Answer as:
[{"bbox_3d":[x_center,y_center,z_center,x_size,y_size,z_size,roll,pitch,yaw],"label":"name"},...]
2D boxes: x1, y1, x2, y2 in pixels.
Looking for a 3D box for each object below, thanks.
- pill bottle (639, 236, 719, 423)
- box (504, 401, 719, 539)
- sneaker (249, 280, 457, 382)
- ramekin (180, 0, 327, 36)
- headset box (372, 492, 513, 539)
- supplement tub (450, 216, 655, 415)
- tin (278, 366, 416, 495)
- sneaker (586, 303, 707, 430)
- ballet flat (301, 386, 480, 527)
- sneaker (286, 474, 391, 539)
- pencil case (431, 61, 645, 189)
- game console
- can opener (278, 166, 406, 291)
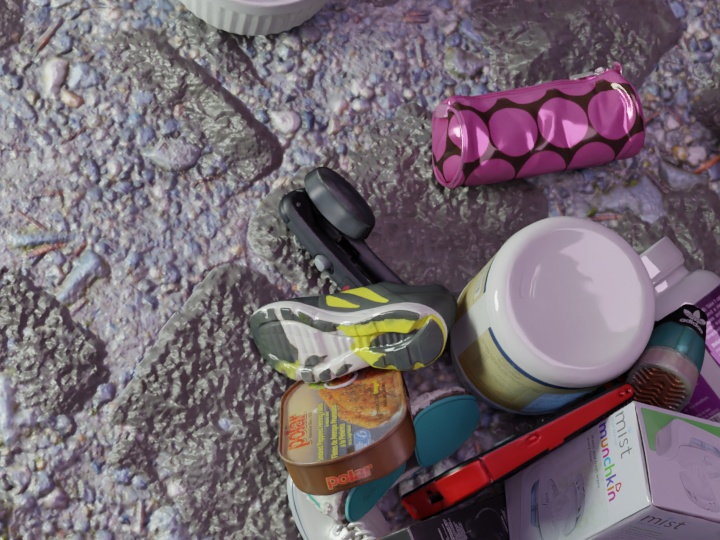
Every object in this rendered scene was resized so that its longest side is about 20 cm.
[{"bbox_3d":[0.311,0.071,1.282,0.112,0.112,0.200,-34,83,-17],"label":"pill bottle"},{"bbox_3d":[0.253,0.204,1.162,0.200,0.176,0.097,16,52,-27],"label":"box"},{"bbox_3d":[-0.003,0.051,1.232,0.085,0.200,0.075,-40,124,-54],"label":"sneaker"},{"bbox_3d":[-0.101,-0.319,1.324,0.200,0.105,0.200,3,74,-9],"label":"ramekin"},{"bbox_3d":[0.080,0.276,1.146,0.200,0.077,0.149,-6,71,-55],"label":"headset box"},{"bbox_3d":[0.159,0.047,1.216,0.144,0.200,0.145,2,74,-9],"label":"supplement tub"},{"bbox_3d":[-0.012,0.127,1.174,0.112,0.200,0.042,-15,108,4],"label":"tin"},{"bbox_3d":[0.255,0.096,1.224,0.071,0.200,0.080,31,63,3],"label":"sneaker"},{"bbox_3d":[0.023,0.150,1.218,0.200,0.072,0.072,-29,80,-42],"label":"ballet flat"},{"bbox_3d":[0.007,0.245,1.202,0.073,0.071,0.200,-33,82,-17],"label":"sneaker"},{"bbox_3d":[0.166,-0.138,1.330,0.200,0.091,0.094,-12,112,-15],"label":"pencil case"},{"bbox_3d":[0.127,0.153,1.181,0.177,0.200,0.031,-29,82,-16],"label":"game console"},{"bbox_3d":[0.000,0.000,1.277,0.063,0.079,0.200,-38,93,-25],"label":"can opener"}]
